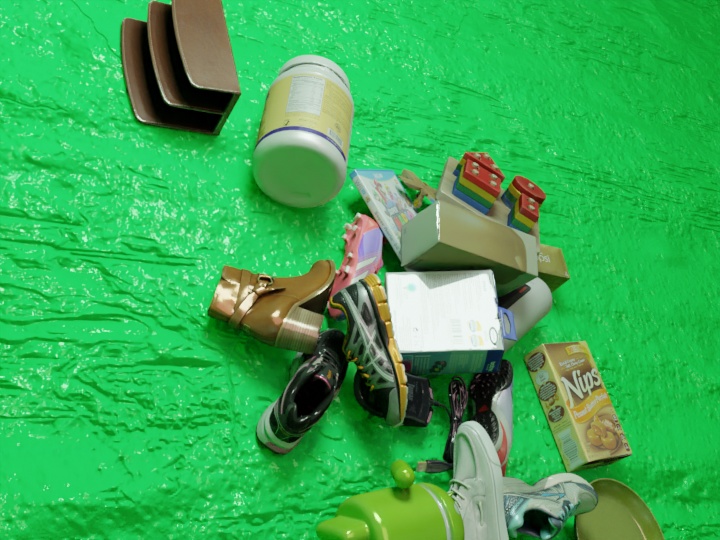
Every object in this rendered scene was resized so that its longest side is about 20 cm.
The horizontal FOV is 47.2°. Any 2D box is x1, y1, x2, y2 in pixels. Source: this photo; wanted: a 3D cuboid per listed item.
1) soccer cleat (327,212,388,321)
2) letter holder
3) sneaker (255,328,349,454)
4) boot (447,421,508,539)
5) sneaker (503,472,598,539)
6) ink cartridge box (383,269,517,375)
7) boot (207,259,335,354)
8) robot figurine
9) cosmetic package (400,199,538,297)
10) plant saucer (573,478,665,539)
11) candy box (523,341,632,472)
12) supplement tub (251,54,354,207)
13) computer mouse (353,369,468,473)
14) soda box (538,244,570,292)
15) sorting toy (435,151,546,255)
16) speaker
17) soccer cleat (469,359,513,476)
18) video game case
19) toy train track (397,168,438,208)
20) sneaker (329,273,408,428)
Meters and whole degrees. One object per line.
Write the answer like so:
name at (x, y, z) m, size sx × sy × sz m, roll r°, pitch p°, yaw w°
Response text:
soccer cleat at (0.000, 0.000, 1.239) m, size 0.076 × 0.067 × 0.203 m, roll 32°, pitch 44°, yaw -21°
letter holder at (-0.273, -0.320, 1.225) m, size 0.139 × 0.101 × 0.204 m, roll 3°, pitch 59°, yaw -33°
sneaker at (-0.054, 0.149, 1.077) m, size 0.080 × 0.086 × 0.202 m, roll 38°, pitch 45°, yaw -11°
boot at (0.139, 0.310, 1.106) m, size 0.094 × 0.073 × 0.205 m, roll -2°, pitch 75°, yaw -34°
sneaker at (0.266, 0.347, 1.173) m, size 0.195 × 0.079 × 0.086 m, roll 2°, pitch 24°, yaw -26°
ink cartridge box at (0.135, 0.077, 1.216) m, size 0.194 × 0.077 × 0.139 m, roll -3°, pitch 58°, yaw -1°
boot at (-0.119, 0.029, 1.133) m, size 0.152 × 0.078 × 0.202 m, roll 18°, pitch 39°, yaw -3°
robot figurine at (0.044, 0.326, 1.008) m, size 0.196 × 0.115 × 0.180 m, roll 0°, pitch 82°, yaw -36°
cosmetic package at (0.167, -0.029, 1.266) m, size 0.196 × 0.105 × 0.073 m, roll 16°, pitch 61°, yaw -27°
plant saucer at (0.396, 0.424, 1.268) m, size 0.196 × 0.031 × 0.204 m, roll 20°, pitch 51°, yaw -26°
candy box at (0.357, 0.221, 1.360) m, size 0.113 × 0.055 × 0.204 m, roll 1°, pitch 61°, yaw -36°
supplement tub at (-0.084, -0.215, 1.262) m, size 0.143 × 0.145 × 0.204 m, roll 23°, pitch 49°, yaw -21°
computer mouse at (0.066, 0.211, 1.162) m, size 0.196 × 0.046 × 0.144 m, roll 13°, pitch 67°, yaw -29°
soda box at (0.272, -0.011, 1.445) m, size 0.196 × 0.068 × 0.065 m, roll 10°, pitch 54°, yaw -32°
sorting toy at (0.239, -0.134, 1.439) m, size 0.197 × 0.070 × 0.200 m, roll 31°, pitch 26°, yaw -3°
speaker at (0.237, 0.081, 1.348) m, size 0.199 × 0.081 × 0.082 m, roll -30°, pitch 80°, yaw -44°
soccer cleat at (0.203, 0.220, 1.250) m, size 0.074 × 0.067 × 0.202 m, roll 60°, pitch 29°, yaw -28°
video game case at (0.069, -0.077, 1.341) m, size 0.203 × 0.018 × 0.142 m, roll 59°, pitch 27°, yaw 11°
toy train track at (0.121, -0.105, 1.378) m, size 0.113 × 0.033 × 0.201 m, roll 15°, pitch 26°, yaw -40°
sneaker at (0.014, 0.111, 1.101) m, size 0.075 × 0.078 × 0.205 m, roll -14°, pitch 81°, yaw -7°
